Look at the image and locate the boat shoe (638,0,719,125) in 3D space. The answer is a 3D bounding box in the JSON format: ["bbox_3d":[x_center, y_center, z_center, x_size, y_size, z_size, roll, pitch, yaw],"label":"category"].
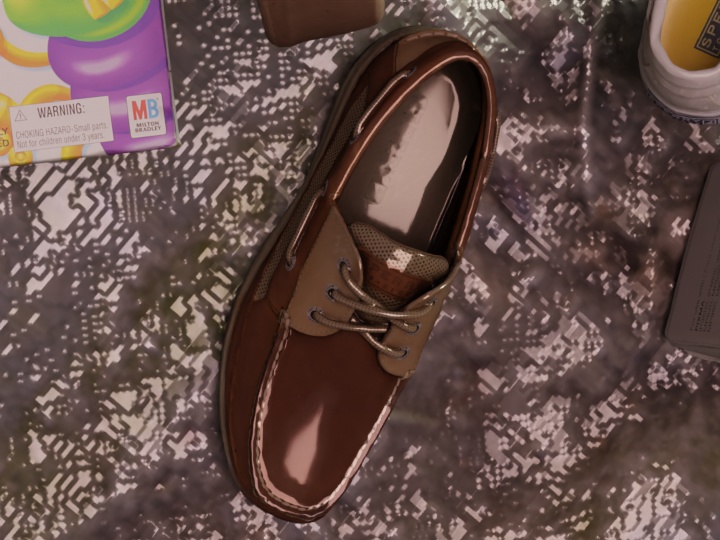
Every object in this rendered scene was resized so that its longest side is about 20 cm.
[{"bbox_3d":[0.152,-0.157,0.923,0.074,0.086,0.203,25,86,12],"label":"boat shoe"}]

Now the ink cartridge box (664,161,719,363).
[{"bbox_3d":[0.224,0.012,0.943,0.145,0.200,0.085,16,85,-15],"label":"ink cartridge box"}]

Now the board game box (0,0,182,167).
[{"bbox_3d":[-0.133,-0.138,0.891,0.103,0.105,0.201,-7,94,-14],"label":"board game box"}]

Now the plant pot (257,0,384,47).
[{"bbox_3d":[0.032,-0.192,0.868,0.174,0.200,0.201,-12,96,-1],"label":"plant pot"}]

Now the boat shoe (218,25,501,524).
[{"bbox_3d":[0.000,0.000,0.949,0.075,0.072,0.201,17,88,-15],"label":"boat shoe"}]
